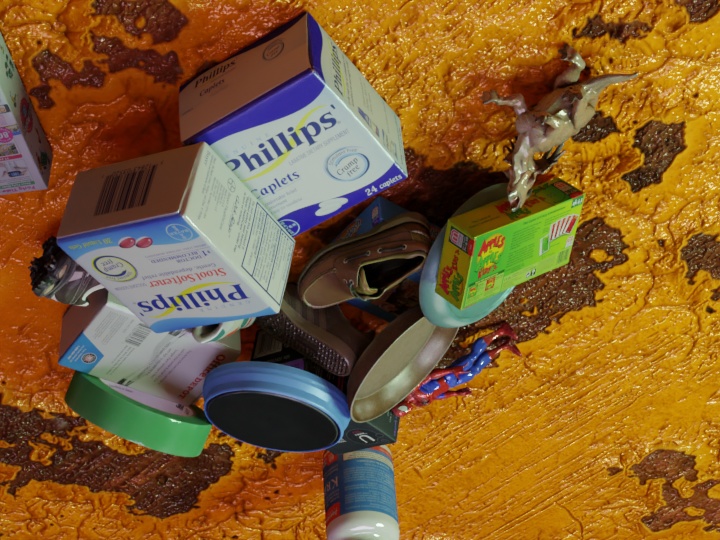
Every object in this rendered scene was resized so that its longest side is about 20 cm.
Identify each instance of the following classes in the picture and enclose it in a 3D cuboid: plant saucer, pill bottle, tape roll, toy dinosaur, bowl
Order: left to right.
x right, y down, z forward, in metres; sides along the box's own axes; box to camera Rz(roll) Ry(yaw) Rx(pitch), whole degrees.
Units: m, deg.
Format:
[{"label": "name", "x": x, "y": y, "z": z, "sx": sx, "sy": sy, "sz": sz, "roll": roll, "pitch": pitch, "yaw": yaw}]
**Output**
[{"label": "tape roll", "x": -0.297, "y": 0.187, "z": 1.863, "sx": 0.199, "sy": 0.200, "sz": 0.049, "roll": 22, "pitch": 93, "yaw": -28}, {"label": "bowl", "x": -0.112, "y": 0.183, "z": 1.813, "sx": 0.198, "sy": 0.040, "sz": 0.201, "roll": 8, "pitch": 149, "yaw": 5}, {"label": "pill bottle", "x": 0.001, "y": 0.363, "z": 2.078, "sx": 0.111, "sy": 0.201, "sz": 0.113, "roll": -3, "pitch": 139, "yaw": -3}, {"label": "plant saucer", "x": 0.050, "y": 0.111, "z": 1.790, "sx": 0.200, "sy": 0.034, "sz": 0.201, "roll": -38, "pitch": 157, "yaw": -19}, {"label": "plant saucer", "x": 0.152, "y": -0.012, "z": 1.715, "sx": 0.199, "sy": 0.027, "sz": 0.202, "roll": -30, "pitch": 138, "yaw": -30}, {"label": "toy dinosaur", "x": 0.227, "y": -0.172, "z": 1.596, "sx": 0.199, "sy": 0.086, "sz": 0.136, "roll": -33, "pitch": 145, "yaw": 6}]

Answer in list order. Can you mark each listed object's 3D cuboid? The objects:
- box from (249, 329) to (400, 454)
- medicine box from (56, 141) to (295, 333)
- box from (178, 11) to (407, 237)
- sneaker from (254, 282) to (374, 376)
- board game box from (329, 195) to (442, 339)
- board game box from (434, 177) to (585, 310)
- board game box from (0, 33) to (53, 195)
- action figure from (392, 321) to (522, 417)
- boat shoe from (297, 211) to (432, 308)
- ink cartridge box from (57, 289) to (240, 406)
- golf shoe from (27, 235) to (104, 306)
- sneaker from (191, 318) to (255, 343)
[{"label": "box", "x": -0.047, "y": 0.158, "z": 1.897, "sx": 0.121, "sy": 0.107, "sz": 0.200, "roll": -16, "pitch": 141, "yaw": 37}, {"label": "medicine box", "x": -0.204, "y": -0.032, "z": 1.558, "sx": 0.181, "sy": 0.104, "sz": 0.200, "roll": -10, "pitch": 141, "yaw": 29}, {"label": "box", "x": -0.075, "y": -0.156, "z": 1.559, "sx": 0.183, "sy": 0.106, "sz": 0.200, "roll": -26, "pitch": 134, "yaw": 21}, {"label": "sneaker", "x": -0.072, "y": 0.058, "z": 1.798, "sx": 0.199, "sy": 0.075, "sz": 0.071, "roll": 38, "pitch": 139, "yaw": 13}, {"label": "board game box", "x": 0.056, "y": 0.001, "z": 1.794, "sx": 0.199, "sy": 0.045, "sz": 0.152, "roll": 26, "pitch": 129, "yaw": -30}, {"label": "board game box", "x": 0.181, "y": -0.034, "z": 1.665, "sx": 0.199, "sy": 0.047, "sz": 0.102, "roll": -22, "pitch": 133, "yaw": -38}, {"label": "board game box", "x": -0.444, "y": -0.169, "z": 1.537, "sx": 0.146, "sy": 0.065, "sz": 0.201, "roll": -8, "pitch": 137, "yaw": 4}, {"label": "action figure", "x": 0.130, "y": 0.145, "z": 1.908, "sx": 0.199, "sy": 0.052, "sz": 0.066, "roll": -29, "pitch": 143, "yaw": -7}, {"label": "boat shoe", "x": 0.000, "y": 0.000, "z": 1.703, "sx": 0.199, "sy": 0.068, "sz": 0.072, "roll": -32, "pitch": 130, "yaw": 27}, {"label": "ink cartridge box", "x": -0.276, "y": 0.085, "z": 1.823, "sx": 0.199, "sy": 0.087, "sz": 0.146, "roll": 21, "pitch": 133, "yaw": -29}, {"label": "golf shoe", "x": -0.315, "y": -0.033, "z": 1.687, "sx": 0.094, "sy": 0.078, "sz": 0.200, "roll": 30, "pitch": 121, "yaw": -34}, {"label": "sneaker", "x": -0.166, "y": 0.011, "z": 1.722, "sx": 0.070, "sy": 0.093, "sz": 0.201, "roll": 35, "pitch": 134, "yaw": 22}]
